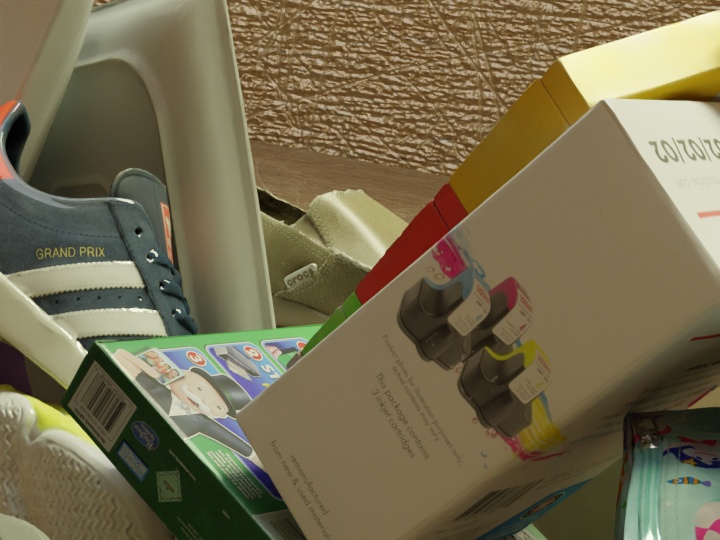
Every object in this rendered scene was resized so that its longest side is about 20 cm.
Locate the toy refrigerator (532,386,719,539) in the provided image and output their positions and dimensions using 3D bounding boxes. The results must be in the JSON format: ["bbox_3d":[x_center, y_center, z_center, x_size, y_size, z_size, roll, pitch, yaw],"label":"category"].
[{"bbox_3d":[0.116,0.052,0.781,0.076,0.201,0.070,6,8,-32],"label":"toy refrigerator"}]

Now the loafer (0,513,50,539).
[{"bbox_3d":[-0.113,0.111,0.568,0.070,0.070,0.200,15,5,-27],"label":"loafer"}]

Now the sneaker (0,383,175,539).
[{"bbox_3d":[-0.122,0.075,0.785,0.199,0.076,0.105,15,9,38],"label":"sneaker"}]

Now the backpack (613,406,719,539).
[{"bbox_3d":[0.142,0.109,0.530,0.150,0.178,0.200,-12,12,3],"label":"backpack"}]

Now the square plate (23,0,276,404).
[{"bbox_3d":[-0.103,-0.012,0.857,0.028,0.201,0.198,-11,4,-34],"label":"square plate"}]

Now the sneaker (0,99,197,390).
[{"bbox_3d":[-0.082,0.015,0.763,0.200,0.085,0.075,41,-11,2],"label":"sneaker"}]

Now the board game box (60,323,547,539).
[{"bbox_3d":[0.010,0.094,0.672,0.200,0.029,0.134,45,24,26],"label":"board game box"}]

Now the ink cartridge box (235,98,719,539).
[{"bbox_3d":[0.073,0.010,0.617,0.115,0.200,0.068,-7,61,-57],"label":"ink cartridge box"}]

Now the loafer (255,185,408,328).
[{"bbox_3d":[0.000,0.000,0.889,0.199,0.068,0.076,11,7,17],"label":"loafer"}]

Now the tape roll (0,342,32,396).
[{"bbox_3d":[-0.153,-0.030,1.044,0.085,0.201,0.200,11,8,7],"label":"tape roll"}]

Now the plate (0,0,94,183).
[{"bbox_3d":[-0.171,-0.078,0.884,0.032,0.200,0.200,16,17,-31],"label":"plate"}]

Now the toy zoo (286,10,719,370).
[{"bbox_3d":[0.073,-0.026,0.671,0.131,0.200,0.021,-14,65,-41],"label":"toy zoo"}]
